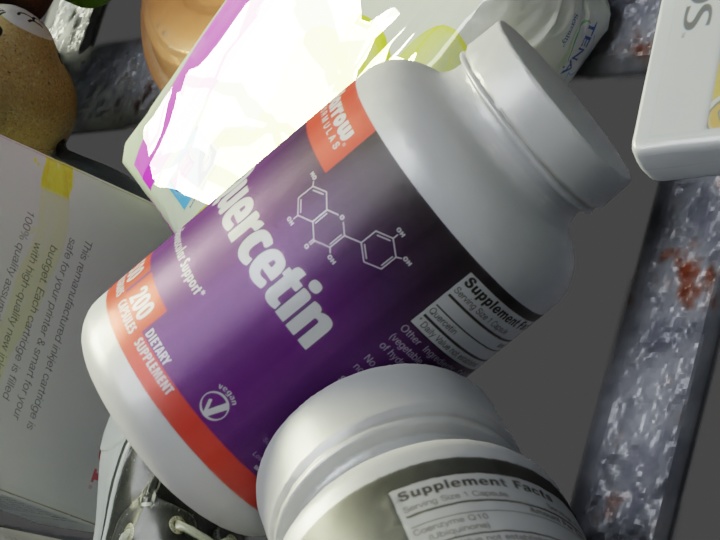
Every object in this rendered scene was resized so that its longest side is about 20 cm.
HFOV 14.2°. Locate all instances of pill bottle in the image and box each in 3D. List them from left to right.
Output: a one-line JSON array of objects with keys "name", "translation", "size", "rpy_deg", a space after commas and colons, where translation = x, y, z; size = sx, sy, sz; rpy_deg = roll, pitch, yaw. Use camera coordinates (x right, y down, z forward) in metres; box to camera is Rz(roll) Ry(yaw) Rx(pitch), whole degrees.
[{"name": "pill bottle", "translation": [0.000, 0.000, 1.079], "size": [0.200, 0.112, 0.113], "rpy_deg": [-40, 40, 11]}, {"name": "pill bottle", "translation": [0.034, 0.131, 0.986], "size": [0.114, 0.114, 0.200], "rpy_deg": [-50, 37, 20]}]

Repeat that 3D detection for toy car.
[{"name": "toy car", "translation": [-0.173, -0.104, 1.376], "size": [0.158, 0.164, 0.200], "rpy_deg": [-53, 46, 16]}]

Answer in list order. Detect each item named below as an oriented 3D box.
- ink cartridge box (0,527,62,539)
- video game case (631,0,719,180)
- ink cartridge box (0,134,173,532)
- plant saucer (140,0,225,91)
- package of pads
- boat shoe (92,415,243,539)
[{"name": "ink cartridge box", "translation": [-0.100, 0.158, 1.030], "size": [0.050, 0.200, 0.161], "rpy_deg": [-50, 61, 12]}, {"name": "video game case", "translation": [0.194, -0.118, 0.940], "size": [0.199, 0.023, 0.183], "rpy_deg": [-5, 55, 31]}, {"name": "ink cartridge box", "translation": [-0.178, 0.017, 1.261], "size": [0.083, 0.199, 0.146], "rpy_deg": [-1, 68, 55]}, {"name": "plant saucer", "translation": [-0.040, -0.166, 1.340], "size": [0.200, 0.032, 0.201], "rpy_deg": [-31, 46, 38]}, {"name": "package of pads", "translation": [-0.001, -0.074, 1.191], "size": [0.200, 0.068, 0.155], "rpy_deg": [-54, 41, 15]}, {"name": "boat shoe", "translation": [-0.074, 0.122, 1.180], "size": [0.064, 0.070, 0.201], "rpy_deg": [17, 91, 55]}]
